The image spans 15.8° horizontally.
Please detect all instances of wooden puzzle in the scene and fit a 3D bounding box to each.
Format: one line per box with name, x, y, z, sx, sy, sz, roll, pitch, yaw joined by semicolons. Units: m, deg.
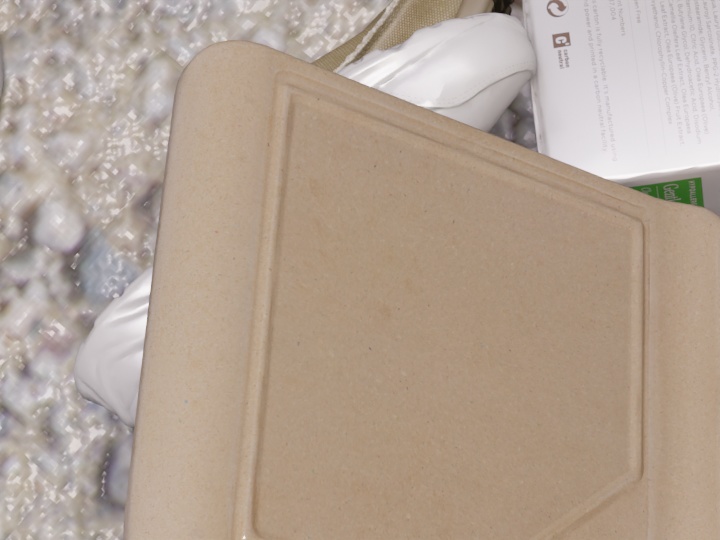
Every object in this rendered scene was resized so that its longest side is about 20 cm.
wooden puzzle;0.026;0.035;0.820;0.199;0.037;0.186;17;57;-20

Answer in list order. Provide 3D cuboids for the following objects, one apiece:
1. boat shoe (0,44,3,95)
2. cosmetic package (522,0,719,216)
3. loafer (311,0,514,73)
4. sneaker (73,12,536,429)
boat shoe;-0.208;-0.142;1.038;0.071;0.070;0.201;-27;71;0
cosmetic package;0.164;-0.064;0.937;0.199;0.108;0.085;-7;72;8
loafer;0.000;-0.061;0.978;0.067;0.076;0.201;25;79;9
sneaker;0.000;0.000;0.899;0.200;0.078;0.099;-46;77;7
